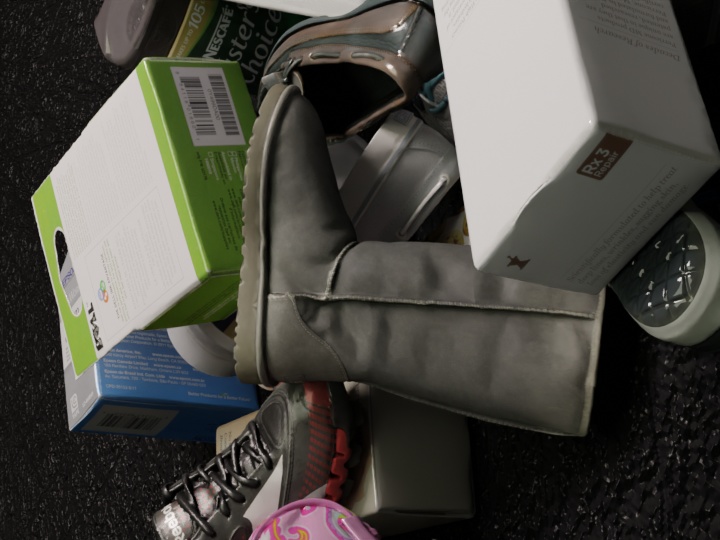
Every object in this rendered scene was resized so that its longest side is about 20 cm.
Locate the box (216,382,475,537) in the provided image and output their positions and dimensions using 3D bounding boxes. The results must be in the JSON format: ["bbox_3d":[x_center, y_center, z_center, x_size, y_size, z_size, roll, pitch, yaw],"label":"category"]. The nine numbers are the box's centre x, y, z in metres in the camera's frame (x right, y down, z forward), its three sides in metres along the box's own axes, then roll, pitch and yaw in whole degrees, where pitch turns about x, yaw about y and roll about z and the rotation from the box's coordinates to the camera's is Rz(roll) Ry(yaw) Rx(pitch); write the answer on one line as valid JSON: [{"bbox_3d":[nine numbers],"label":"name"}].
[{"bbox_3d":[-0.016,0.130,0.820,0.199,0.077,0.097,-30,58,50],"label":"box"}]

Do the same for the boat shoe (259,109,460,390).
[{"bbox_3d":[0.000,0.000,0.767,0.202,0.068,0.072,-60,-2,14],"label":"boat shoe"}]

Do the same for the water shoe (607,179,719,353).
[{"bbox_3d":[0.156,-0.011,0.602,0.072,0.078,0.201,-60,13,23],"label":"water shoe"}]

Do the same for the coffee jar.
[{"bbox_3d":[-0.086,-0.178,0.889,0.105,0.197,0.086,-59,39,31],"label":"coffee jar"}]

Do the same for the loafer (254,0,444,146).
[{"bbox_3d":[-0.016,-0.110,0.735,0.199,0.072,0.063,-17,34,56],"label":"loafer"}]

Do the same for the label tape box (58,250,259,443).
[{"bbox_3d":[-0.171,0.035,1.020,0.066,0.142,0.202,-45,47,40],"label":"label tape box"}]

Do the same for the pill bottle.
[{"bbox_3d":[-0.064,-0.007,0.896,0.200,0.110,0.112,-46,46,41],"label":"pill bottle"}]

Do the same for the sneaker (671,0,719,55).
[{"bbox_3d":[0.145,-0.141,0.648,0.200,0.070,0.081,-41,47,46],"label":"sneaker"}]

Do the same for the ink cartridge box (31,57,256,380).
[{"bbox_3d":[-0.141,-0.031,0.843,0.199,0.075,0.150,-34,69,47],"label":"ink cartridge box"}]

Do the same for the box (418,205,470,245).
[{"bbox_3d":[0.047,0.008,0.788,0.200,0.038,0.042,-39,49,46],"label":"box"}]

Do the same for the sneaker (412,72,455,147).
[{"bbox_3d":[0.035,-0.137,0.798,0.078,0.085,0.201,-59,39,31],"label":"sneaker"}]

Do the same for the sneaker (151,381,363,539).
[{"bbox_3d":[-0.068,0.137,0.739,0.202,0.097,0.071,-64,36,23],"label":"sneaker"}]

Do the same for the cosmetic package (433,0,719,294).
[{"bbox_3d":[0.093,-0.100,0.583,0.102,0.073,0.203,127,146,-46],"label":"cosmetic package"}]

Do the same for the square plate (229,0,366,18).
[{"bbox_3d":[-0.053,-0.243,0.815,0.029,0.195,0.202,89,-161,-47],"label":"square plate"}]

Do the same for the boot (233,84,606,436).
[{"bbox_3d":[0.036,-0.008,0.678,0.196,0.072,0.185,3,92,14],"label":"boot"}]

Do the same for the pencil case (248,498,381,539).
[{"bbox_3d":[-0.021,0.220,0.724,0.202,0.086,0.088,86,163,-45],"label":"pencil case"}]
